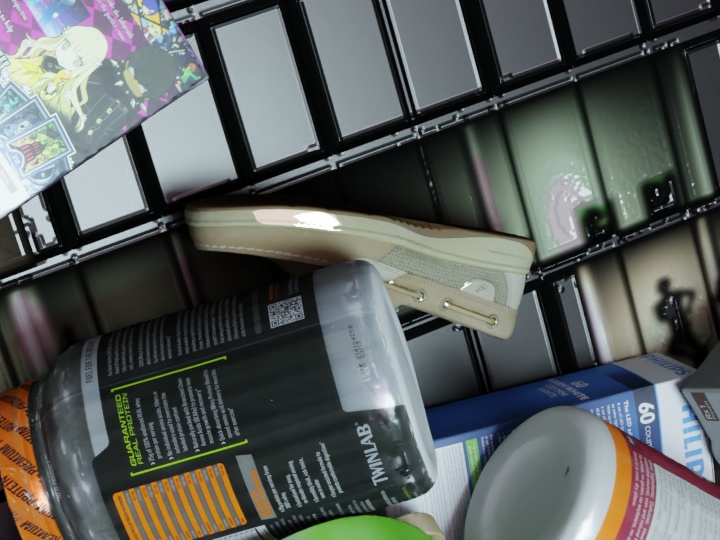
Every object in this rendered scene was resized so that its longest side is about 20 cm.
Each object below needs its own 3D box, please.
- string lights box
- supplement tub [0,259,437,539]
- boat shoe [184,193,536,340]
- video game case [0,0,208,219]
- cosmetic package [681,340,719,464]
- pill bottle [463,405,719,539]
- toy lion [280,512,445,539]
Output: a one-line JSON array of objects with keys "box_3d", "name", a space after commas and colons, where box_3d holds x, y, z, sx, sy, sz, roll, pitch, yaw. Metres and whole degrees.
[{"box_3d": [0.098, 0.120, 1.078, 0.200, 0.059, 0.103, -12, 104, -19], "name": "string lights box"}, {"box_3d": [-0.071, 0.078, 0.952, 0.200, 0.123, 0.123, -16, 105, 4], "name": "supplement tub"}, {"box_3d": [0.000, 0.000, 1.016, 0.200, 0.072, 0.065, 8, 95, -28], "name": "boat shoe"}, {"box_3d": [-0.200, -0.128, 0.934, 0.181, 0.036, 0.200, -36, 110, -12], "name": "video game case"}, {"box_3d": [0.281, 0.043, 1.092, 0.200, 0.090, 0.107, -50, 116, -31], "name": "cosmetic package"}, {"box_3d": [0.161, 0.160, 1.019, 0.200, 0.110, 0.110, 30, 88, -25], "name": "pill bottle"}, {"box_3d": [-0.061, 0.186, 0.945, 0.200, 0.069, 0.192, -39, 147, 13], "name": "toy lion"}]
